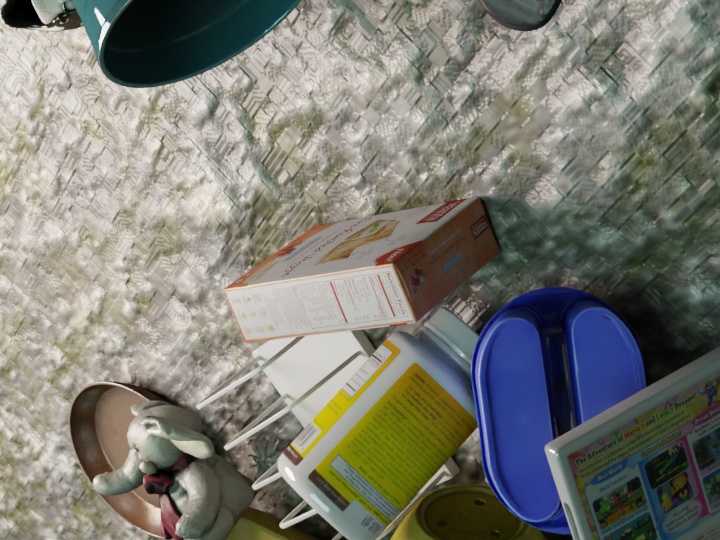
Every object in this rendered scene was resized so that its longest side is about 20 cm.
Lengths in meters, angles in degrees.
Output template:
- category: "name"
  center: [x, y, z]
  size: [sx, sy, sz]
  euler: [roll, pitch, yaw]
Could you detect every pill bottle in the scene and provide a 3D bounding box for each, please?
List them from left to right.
- category: "pill bottle"
  center: [0.031, 0.129, 1.348]
  size: [0.109, 0.200, 0.109]
  euler: [43, 176, 4]

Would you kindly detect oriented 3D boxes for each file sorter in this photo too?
- category: "file sorter"
  center: [-0.037, 0.157, 1.477]
  size: [0.139, 0.124, 0.200]
  euler: [-33, 93, 45]

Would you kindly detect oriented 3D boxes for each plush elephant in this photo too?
- category: "plush elephant"
  center: [-0.188, 0.206, 1.577]
  size: [0.155, 0.200, 0.165]
  euler: [40, 172, -3]

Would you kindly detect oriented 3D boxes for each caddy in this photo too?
- category: "caddy"
  center: [0.163, 0.113, 1.263]
  size: [0.141, 0.105, 0.201]
  euler: [-7, 87, 4]

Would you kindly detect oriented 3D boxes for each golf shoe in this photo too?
- category: "golf shoe"
  center: [-0.243, -0.251, 1.413]
  size: [0.200, 0.094, 0.078]
  euler: [-14, 106, 42]

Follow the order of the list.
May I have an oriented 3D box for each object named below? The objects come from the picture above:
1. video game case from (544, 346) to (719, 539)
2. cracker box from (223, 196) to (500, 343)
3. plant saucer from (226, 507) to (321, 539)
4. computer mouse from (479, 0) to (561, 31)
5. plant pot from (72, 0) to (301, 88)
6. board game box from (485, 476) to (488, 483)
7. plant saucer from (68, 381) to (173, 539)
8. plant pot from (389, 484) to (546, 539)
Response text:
- category: "video game case"
  center: [0.248, 0.169, 1.205]
  size: [0.024, 0.200, 0.182]
  euler: [20, 132, 63]
- category: "cracker box"
  center: [0.000, 0.000, 1.341]
  size: [0.200, 0.134, 0.058]
  euler: [-8, 110, 41]
- category: "plant saucer"
  center: [-0.064, 0.346, 1.672]
  size: [0.200, 0.048, 0.200]
  euler: [21, 129, 28]
- category: "computer mouse"
  center: [0.162, -0.257, 1.117]
  size: [0.140, 0.046, 0.200]
  euler: [23, 124, 21]
- category: "plant pot"
  center: [-0.164, -0.282, 1.270]
  size: [0.188, 0.200, 0.200]
  euler: [58, 138, 15]
- category: "board game box"
  center: [0.207, 0.169, 1.347]
  size: [0.200, 0.034, 0.135]
  euler: [26, 130, 25]
- category: "plant saucer"
  center: [-0.237, 0.203, 1.734]
  size: [0.200, 0.034, 0.201]
  euler: [20, 126, 30]
- category: "plant pot"
  center: [0.097, 0.276, 1.396]
  size: [0.200, 0.200, 0.142]
  euler: [18, 121, 30]
